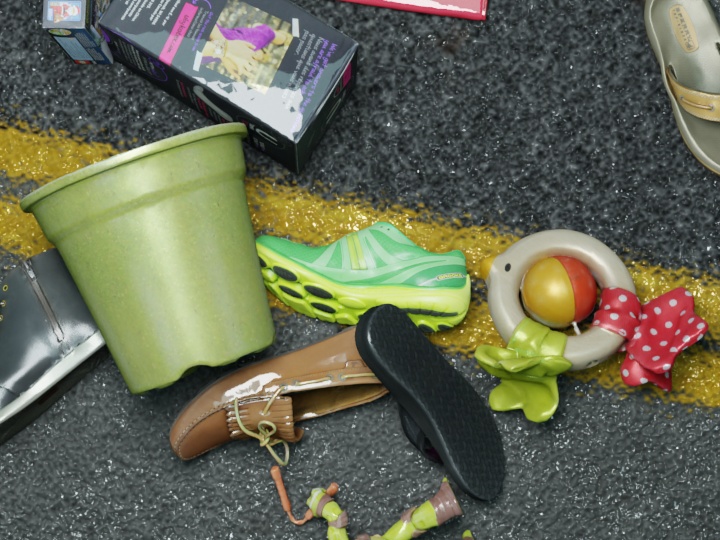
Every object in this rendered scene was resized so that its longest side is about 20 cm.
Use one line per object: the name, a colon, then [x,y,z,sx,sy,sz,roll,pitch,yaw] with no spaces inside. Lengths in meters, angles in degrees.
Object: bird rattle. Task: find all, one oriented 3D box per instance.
bird rattle: [0.186,0.036,1.386,0.199,0.113,0.164,-20,68,-3]

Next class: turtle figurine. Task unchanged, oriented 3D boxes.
turtle figurine: [0.014,0.239,1.384,0.161,0.064,0.201,-23,84,-1]

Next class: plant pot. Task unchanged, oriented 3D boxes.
plant pot: [-0.160,-0.002,1.352,0.199,0.200,0.185,-19,89,0]

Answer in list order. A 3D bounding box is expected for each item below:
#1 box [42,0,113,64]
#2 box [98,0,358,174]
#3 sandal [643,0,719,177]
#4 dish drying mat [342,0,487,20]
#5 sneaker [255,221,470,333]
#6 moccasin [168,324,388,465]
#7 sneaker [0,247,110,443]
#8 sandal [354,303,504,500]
box: [-0.240,-0.292,1.405,0.037,0.137,0.201,1,84,2]
box: [-0.110,-0.189,1.397,0.199,0.122,0.106,32,82,3]
sandal: [0.308,-0.167,1.419,0.080,0.054,0.201,-23,85,-1]
dish drying mat: [0.019,-0.276,1.456,0.199,0.018,0.077,8,86,1]
sneaker: [0.000,0.000,1.414,0.199,0.074,0.084,11,58,7]
moccasin: [-0.068,0.119,1.393,0.200,0.074,0.078,-19,59,-8]
sneaker: [-0.310,0.076,1.411,0.200,0.075,0.106,-38,81,-12]
sandal: [0.058,0.113,1.390,0.201,0.048,0.075,55,48,-15]
